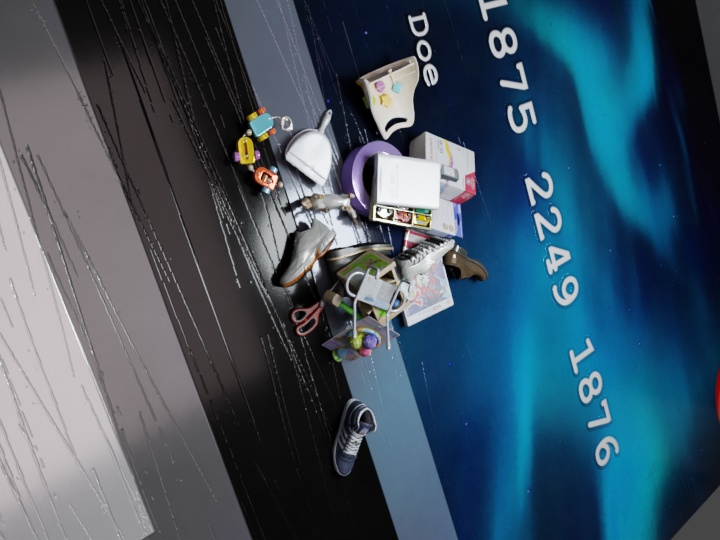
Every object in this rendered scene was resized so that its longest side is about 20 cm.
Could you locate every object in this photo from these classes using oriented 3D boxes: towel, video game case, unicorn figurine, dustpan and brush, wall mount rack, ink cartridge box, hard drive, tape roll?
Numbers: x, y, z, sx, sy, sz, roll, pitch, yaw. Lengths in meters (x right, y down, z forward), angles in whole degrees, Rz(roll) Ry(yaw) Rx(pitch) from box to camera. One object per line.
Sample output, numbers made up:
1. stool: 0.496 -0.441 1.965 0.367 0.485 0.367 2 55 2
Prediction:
1. towel: 0.185 -0.055 1.885 0.141 0.023 0.207 12 83 -31
2. video game case: 0.180 0.037 1.859 0.178 0.023 0.206 -21 100 -27
3. unicorn figurine: -0.066 -0.176 1.680 0.195 0.137 0.076 17 90 -16
4. dustpan and brush: -0.115 -0.347 1.689 0.138 0.057 0.204 33 79 -29
5. wall mount rack: 0.043 0.090 1.565 0.196 0.074 0.178 21 93 -34
6. ink cartridge box: 0.245 -0.302 1.874 0.195 0.085 0.152 14 67 -32
7. hard drive: 0.129 -0.242 1.731 0.194 0.026 0.137 3 87 -26
8. ink cartridge box: 0.219 -0.167 1.878 0.195 0.042 0.123 13 62 -29
9. tape roll: 0.043 -0.255 1.774 0.195 0.065 0.207 1 89 -33

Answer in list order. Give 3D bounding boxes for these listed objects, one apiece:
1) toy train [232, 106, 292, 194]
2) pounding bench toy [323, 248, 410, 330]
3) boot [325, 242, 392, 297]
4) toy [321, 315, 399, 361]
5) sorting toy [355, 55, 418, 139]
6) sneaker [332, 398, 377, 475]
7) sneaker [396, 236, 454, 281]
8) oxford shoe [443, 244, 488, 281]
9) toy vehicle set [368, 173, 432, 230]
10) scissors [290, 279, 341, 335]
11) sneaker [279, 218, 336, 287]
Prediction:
1. toy train: -0.250 -0.304 1.598 0.147 0.055 0.206 20 82 -31
2. pounding bench toy: 0.009 0.076 1.662 0.198 0.124 0.159 -34 121 -17
3. boot: 0.000 0.000 1.745 0.194 0.077 0.143 -10 98 -18
4. toy: -0.003 0.198 1.659 0.114 0.198 0.048 31 49 -28
5. sorting toy: 0.083 -0.479 1.790 0.198 0.106 0.185 -32 112 -29
6. sneaker: -0.015 0.456 1.697 0.068 0.107 0.207 15 81 -29
7. sneaker: 0.191 -0.038 1.819 0.196 0.075 0.083 -26 116 -24
8. oxford shoe: 0.318 -0.004 1.937 0.197 0.072 0.087 29 77 -34
9. toy vehicle set: 0.118 -0.189 1.760 0.195 0.026 0.129 7 85 -29
10. scissors: -0.100 0.093 1.680 0.198 0.014 0.074 -37 101 -13
11. sneaker: -0.154 -0.048 1.653 0.092 0.076 0.201 40 76 4
